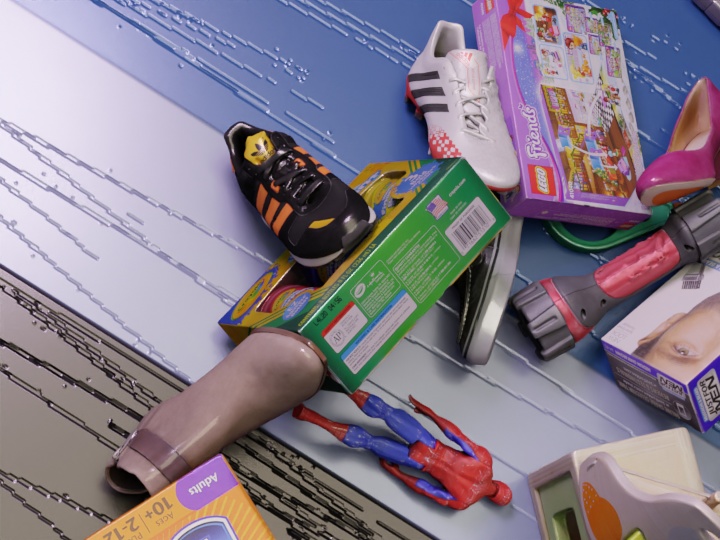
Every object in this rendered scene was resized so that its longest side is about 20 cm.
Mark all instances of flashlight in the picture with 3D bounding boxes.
[{"bbox_3d":[0.224,0.000,1.665,0.199,0.068,0.068,-31,118,-2],"label":"flashlight"}]

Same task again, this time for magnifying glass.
[{"bbox_3d":[0.255,-0.050,1.732,0.198,0.022,0.080,6,74,-11],"label":"magnifying glass"}]

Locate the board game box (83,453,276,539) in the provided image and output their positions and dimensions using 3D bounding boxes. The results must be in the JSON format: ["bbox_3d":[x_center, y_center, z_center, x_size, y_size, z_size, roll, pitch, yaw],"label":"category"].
[{"bbox_3d":[-0.146,0.287,1.464,0.199,0.200,0.201,-31,84,-17],"label":"board game box"}]

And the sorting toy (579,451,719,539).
[{"bbox_3d":[0.271,0.202,1.451,0.198,0.180,0.108,17,73,-6],"label":"sorting toy"}]

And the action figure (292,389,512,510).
[{"bbox_3d":[0.042,0.143,1.617,0.199,0.052,0.066,31,93,-12],"label":"action figure"}]

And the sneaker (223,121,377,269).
[{"bbox_3d":[-0.059,-0.067,1.572,0.070,0.200,0.090,-43,116,-6],"label":"sneaker"}]

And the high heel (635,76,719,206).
[{"bbox_3d":[0.277,-0.114,1.687,0.199,0.067,0.097,-17,85,-51],"label":"high heel"}]

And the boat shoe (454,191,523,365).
[{"bbox_3d":[0.098,-0.015,1.672,0.070,0.072,0.202,12,63,-1],"label":"boat shoe"}]

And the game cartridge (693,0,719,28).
[{"bbox_3d":[0.410,-0.279,1.820,0.130,0.038,0.200,44,72,6],"label":"game cartridge"}]

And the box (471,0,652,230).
[{"bbox_3d":[0.174,-0.140,1.695,0.136,0.039,0.202,7,66,-31],"label":"box"}]

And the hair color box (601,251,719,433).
[{"bbox_3d":[0.316,0.038,1.672,0.200,0.109,0.065,-40,128,-18],"label":"hair color box"}]

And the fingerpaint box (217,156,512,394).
[{"bbox_3d":[0.000,0.000,1.583,0.200,0.166,0.073,-46,109,-18],"label":"fingerpaint box"}]

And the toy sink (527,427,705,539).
[{"bbox_3d":[0.219,0.244,1.592,0.111,0.130,0.202,-11,79,-14],"label":"toy sink"}]

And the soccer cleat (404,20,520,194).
[{"bbox_3d":[0.088,-0.136,1.637,0.068,0.086,0.201,8,31,-22],"label":"soccer cleat"}]

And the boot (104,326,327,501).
[{"bbox_3d":[-0.117,0.120,1.518,0.146,0.200,0.070,-42,96,-27],"label":"boot"}]
